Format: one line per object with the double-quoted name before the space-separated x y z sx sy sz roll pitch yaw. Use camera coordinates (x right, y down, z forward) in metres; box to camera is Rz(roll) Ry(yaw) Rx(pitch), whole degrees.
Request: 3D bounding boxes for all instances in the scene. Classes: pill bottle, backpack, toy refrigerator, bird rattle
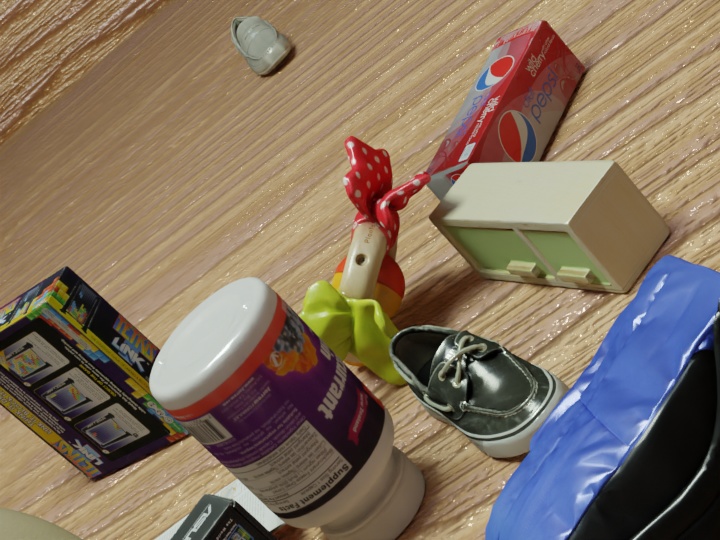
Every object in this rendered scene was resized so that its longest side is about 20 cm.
"pill bottle" -0.046 0.110 1.065 0.111 0.200 0.112 -35 24 18
"backpack" 0.163 0.117 0.757 0.201 0.162 0.168 -57 13 1
"toy refrigerator" 0.140 -0.034 1.163 0.070 0.076 0.199 -51 23 -16
"bird rattle" 0.000 0.000 1.247 0.163 0.111 0.203 86 -171 -72

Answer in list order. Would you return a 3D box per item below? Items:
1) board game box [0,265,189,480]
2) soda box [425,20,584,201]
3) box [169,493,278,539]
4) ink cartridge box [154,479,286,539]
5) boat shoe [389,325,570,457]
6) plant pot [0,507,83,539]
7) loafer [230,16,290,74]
"board game box" -0.276 0.106 1.476 0.164 0.200 0.057 -26 30 36
"soda box" 0.132 -0.135 1.359 0.063 0.070 0.201 -19 34 48
"box" -0.092 0.267 0.927 0.201 0.160 0.044 -52 22 -21
"ink cartridge box" -0.115 0.232 1.176 0.199 0.050 0.109 -37 23 15
"boat shoe" 0.078 0.081 1.082 0.071 0.064 0.199 -50 23 -14
"plant pot" -0.272 0.284 1.217 0.133 0.203 0.201 -7 26 -1
"loafer" -0.154 -0.338 2.218 0.070 0.070 0.200 -45 22 -3
